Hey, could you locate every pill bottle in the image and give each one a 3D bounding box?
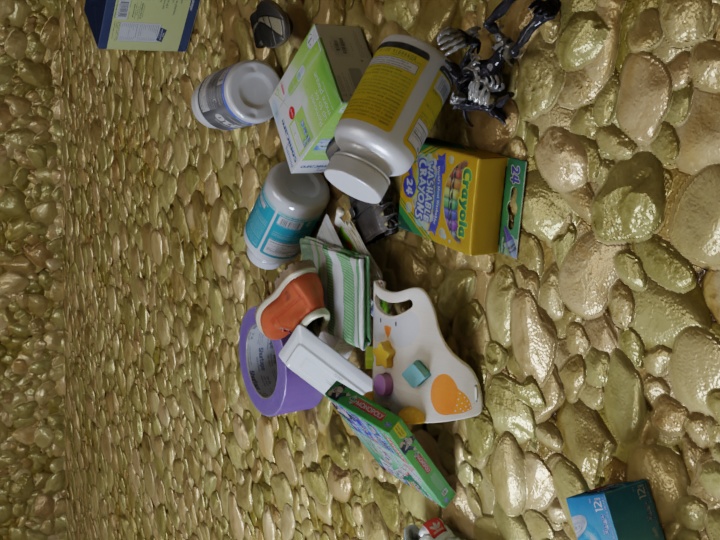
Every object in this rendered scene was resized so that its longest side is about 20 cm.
[{"bbox_3d":[-0.235,-0.321,1.641,0.200,0.114,0.114,4,99,59],"label":"pill bottle"},{"bbox_3d":[0.034,-0.192,1.137,0.111,0.111,0.200,7,66,58],"label":"pill bottle"},{"bbox_3d":[-0.135,-0.086,1.520,0.200,0.111,0.111,-56,49,47],"label":"pill bottle"}]

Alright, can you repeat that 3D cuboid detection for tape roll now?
[{"bbox_3d":[-0.144,0.159,1.606,0.200,0.085,0.200,14,106,57],"label":"tape roll"}]

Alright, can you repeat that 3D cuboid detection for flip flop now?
[{"bbox_3d":[-0.150,-0.426,1.544,0.200,0.057,0.081,-155,58,-72],"label":"flip flop"}]

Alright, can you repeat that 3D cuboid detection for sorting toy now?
[{"bbox_3d":[0.060,0.105,1.223,0.200,0.107,0.180,8,108,58],"label":"sorting toy"}]

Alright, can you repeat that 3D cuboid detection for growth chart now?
[{"bbox_3d":[0.000,0.000,1.368,0.200,0.018,0.145,61,161,27],"label":"growth chart"}]

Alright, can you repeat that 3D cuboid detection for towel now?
[{"bbox_3d":[-0.041,0.033,1.373,0.200,0.023,0.153,18,114,58],"label":"towel"}]

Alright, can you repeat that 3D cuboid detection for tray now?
[{"bbox_3d":[-0.038,0.174,1.381,0.200,0.022,0.107,37,138,2],"label":"tray"}]

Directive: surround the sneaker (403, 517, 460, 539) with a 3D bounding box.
[{"bbox_3d":[0.117,0.396,1.228,0.200,0.070,0.094,-24,81,61],"label":"sneaker"}]

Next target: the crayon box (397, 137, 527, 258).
[{"bbox_3d":[0.125,-0.097,1.145,0.200,0.051,0.126,26,117,54],"label":"crayon box"}]

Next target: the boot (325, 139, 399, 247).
[{"bbox_3d":[0.025,-0.136,1.304,0.200,0.069,0.174,-42,65,58],"label":"boot"}]

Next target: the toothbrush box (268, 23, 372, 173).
[{"bbox_3d":[-0.056,-0.265,1.382,0.200,0.086,0.146,-45,57,54],"label":"toothbrush box"}]

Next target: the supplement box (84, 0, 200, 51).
[{"bbox_3d":[-0.463,-0.589,1.883,0.134,0.199,0.200,64,144,29],"label":"supplement box"}]

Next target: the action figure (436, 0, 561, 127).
[{"bbox_3d":[0.145,-0.248,1.040,0.119,0.102,0.200,54,138,22],"label":"action figure"}]

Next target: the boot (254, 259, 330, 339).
[{"bbox_3d":[-0.109,0.079,1.422,0.107,0.075,0.200,63,147,20],"label":"boot"}]

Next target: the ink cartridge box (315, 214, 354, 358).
[{"bbox_3d":[-0.039,0.030,1.439,0.163,0.057,0.200,63,141,29],"label":"ink cartridge box"}]

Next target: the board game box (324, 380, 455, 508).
[{"bbox_3d":[0.043,0.244,1.234,0.134,0.029,0.200,22,153,45],"label":"board game box"}]

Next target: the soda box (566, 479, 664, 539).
[{"bbox_3d":[0.289,0.330,0.936,0.064,0.068,0.200,-34,67,56],"label":"soda box"}]
